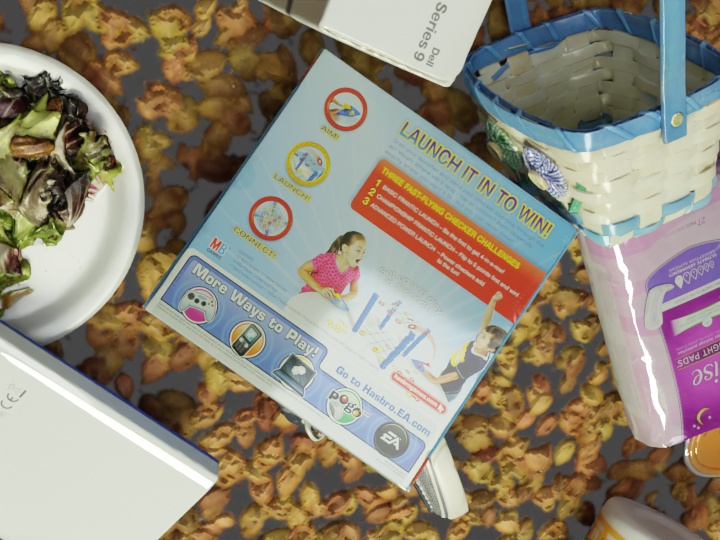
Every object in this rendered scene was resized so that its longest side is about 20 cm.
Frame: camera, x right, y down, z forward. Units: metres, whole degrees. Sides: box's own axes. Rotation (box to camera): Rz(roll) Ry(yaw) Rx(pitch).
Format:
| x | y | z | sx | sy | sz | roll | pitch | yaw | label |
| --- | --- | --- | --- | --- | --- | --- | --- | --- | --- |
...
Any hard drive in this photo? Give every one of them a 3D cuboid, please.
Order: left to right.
| x | y | z | sx | sy | sz | roll | pitch | yaw | label |
| --- | --- | --- | --- | --- | --- | --- | --- | --- | --- |
| -0.210 | 0.119 | 0.861 | 0.200 | 0.025 | 0.132 | 37 | 111 | -23 | hard drive |

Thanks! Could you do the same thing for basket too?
| x | y | z | sx | sy | sz | roll | pitch | yaw | label |
| --- | --- | --- | --- | --- | --- | --- | --- | --- | --- |
| 0.146 | -0.128 | 0.832 | 0.138 | 0.176 | 0.201 | -20 | 120 | -19 | basket |

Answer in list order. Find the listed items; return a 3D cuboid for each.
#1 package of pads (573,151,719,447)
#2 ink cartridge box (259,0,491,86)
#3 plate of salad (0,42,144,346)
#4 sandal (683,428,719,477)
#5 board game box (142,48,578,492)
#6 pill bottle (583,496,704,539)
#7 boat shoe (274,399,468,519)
| x | y | z | sx | sy | sz | roll | pitch | yaw | label |
| --- | --- | --- | --- | --- | --- | --- | --- | --- | --- |
| 0.229 | 0.017 | 0.953 | 0.120 | 0.076 | 0.201 | -21 | 111 | -6 | package of pads |
| 0.017 | -0.199 | 0.757 | 0.084 | 0.200 | 0.147 | 20 | 100 | -20 | ink cartridge box |
| -0.231 | -0.038 | 0.816 | 0.198 | 0.048 | 0.202 | -4 | 107 | -15 | plate of salad |
| 0.350 | 0.124 | 1.029 | 0.205 | 0.059 | 0.080 | -5 | 107 | -15 | sandal |
| 0.000 | 0.000 | 0.840 | 0.199 | 0.056 | 0.196 | 35 | 84 | -3 | board game box |
| 0.187 | 0.283 | 1.001 | 0.112 | 0.112 | 0.201 | 25 | 98 | -22 | pill bottle |
| -0.003 | 0.098 | 0.916 | 0.092 | 0.075 | 0.201 | -26 | 103 | -3 | boat shoe |
